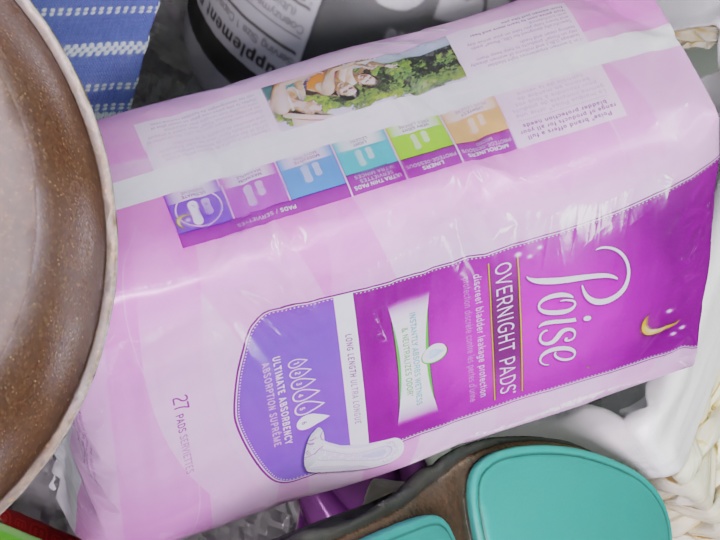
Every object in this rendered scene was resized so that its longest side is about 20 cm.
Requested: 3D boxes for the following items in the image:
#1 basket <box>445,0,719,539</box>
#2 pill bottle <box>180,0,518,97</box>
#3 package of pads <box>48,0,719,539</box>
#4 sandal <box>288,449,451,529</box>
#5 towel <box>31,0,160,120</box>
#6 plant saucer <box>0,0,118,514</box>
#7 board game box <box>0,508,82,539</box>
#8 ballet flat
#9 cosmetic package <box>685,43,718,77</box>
[{"bbox_3d":[0.103,0.013,0.959,0.123,0.135,0.201,48,52,-37],"label":"basket"},{"bbox_3d":[0.012,-0.098,0.812,0.114,0.114,0.201,-30,148,-47],"label":"pill bottle"},{"bbox_3d":[0.000,0.000,0.761,0.121,0.199,0.076,86,-16,-51],"label":"package of pads"},{"bbox_3d":[0.013,0.106,0.884,0.203,0.082,0.050,60,34,-8],"label":"sandal"},{"bbox_3d":[-0.108,-0.048,0.720,0.145,0.024,0.201,-14,127,-58],"label":"towel"},{"bbox_3d":[-0.158,-0.011,0.648,0.032,0.199,0.201,-99,165,-69],"label":"plant saucer"},{"bbox_3d":[-0.108,0.142,0.718,0.095,0.030,0.201,26,44,-25],"label":"board game box"},{"bbox_3d":[0.015,0.087,0.793,0.200,0.068,0.068,-4,84,-54],"label":"ballet flat"},{"bbox_3d":[0.157,-0.111,1.101,0.200,0.050,0.083,31,61,-43],"label":"cosmetic package"}]
